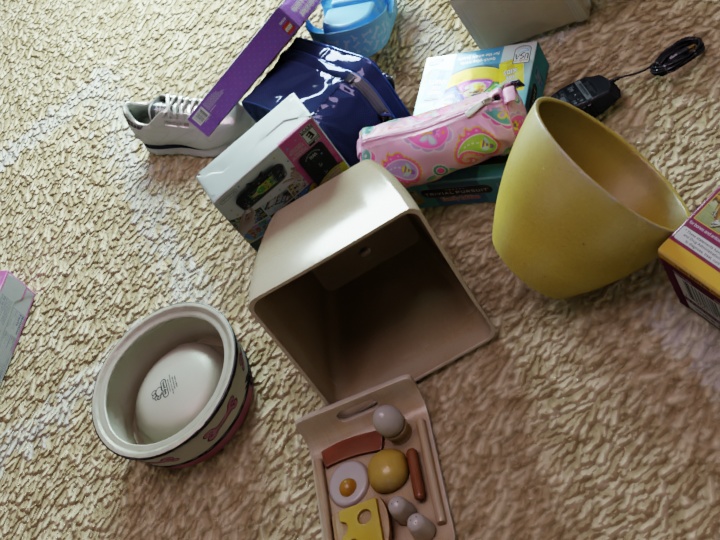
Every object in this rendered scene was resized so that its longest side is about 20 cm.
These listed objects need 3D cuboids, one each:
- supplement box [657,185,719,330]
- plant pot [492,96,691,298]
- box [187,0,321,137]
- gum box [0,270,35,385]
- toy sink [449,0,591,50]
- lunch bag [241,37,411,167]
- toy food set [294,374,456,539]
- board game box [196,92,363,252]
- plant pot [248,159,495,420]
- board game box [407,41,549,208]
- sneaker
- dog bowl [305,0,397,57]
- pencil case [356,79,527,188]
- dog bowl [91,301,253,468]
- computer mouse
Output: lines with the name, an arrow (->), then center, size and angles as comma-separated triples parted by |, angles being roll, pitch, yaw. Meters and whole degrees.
supplement box -> 0.400, -0.031, 1.110 | 0.200, 0.103, 0.131 | -44, 46, -3
plant pot -> 0.215, -0.056, 1.204 | 0.142, 0.198, 0.201 | -52, 41, 26
box -> -0.133, -0.274, 1.516 | 0.200, 0.039, 0.137 | -45, 12, 29
gum box -> -0.533, 0.094, 1.613 | 0.112, 0.066, 0.202 | -3, 56, 27
toy sink -> 0.221, -0.375, 1.464 | 0.198, 0.112, 0.132 | -17, 51, 27
lunch bag -> -0.031, -0.204, 1.476 | 0.199, 0.136, 0.133 | 25, 73, 41
toy food set -> 0.008, 0.216, 1.201 | 0.142, 0.061, 0.202 | -23, 48, 15
board game box -> -0.073, -0.081, 1.368 | 0.147, 0.200, 0.064 | -40, 45, 0
plant pot -> 0.000, 0.000, 1.282 | 0.198, 0.201, 0.178 | -30, 37, 9
board game box -> 0.135, -0.174, 1.414 | 0.149, 0.047, 0.202 | -4, 56, 29
sneaker -> -0.238, -0.209, 1.645 | 0.198, 0.081, 0.077 | -5, 53, 25
dog bowl -> -0.006, -0.337, 1.574 | 0.110, 0.050, 0.201 | -7, 33, 16
pencil case -> 0.094, -0.149, 1.331 | 0.198, 0.088, 0.088 | -16, 51, 23
dog bowl -> -0.212, 0.141, 1.381 | 0.198, 0.074, 0.202 | -16, 52, 21
computer mouse -> 0.303, -0.212, 1.356 | 0.198, 0.034, 0.059 | -23, 32, 9
